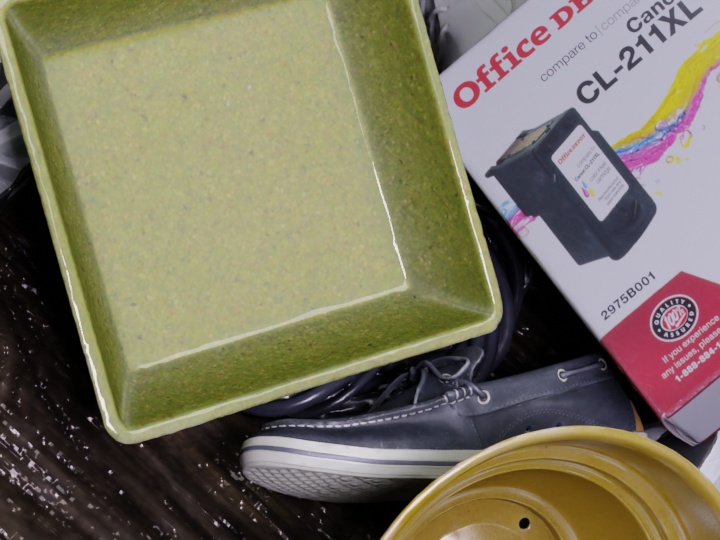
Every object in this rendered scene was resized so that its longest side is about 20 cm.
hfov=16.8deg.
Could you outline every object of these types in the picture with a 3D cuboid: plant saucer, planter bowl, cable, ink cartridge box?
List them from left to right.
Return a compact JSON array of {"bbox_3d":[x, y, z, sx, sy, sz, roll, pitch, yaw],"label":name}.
[{"bbox_3d":[-0.054,-0.043,1.090,0.199,0.048,0.201,-16,91,-25],"label":"plant saucer"},{"bbox_3d":[0.000,0.000,1.167,0.199,0.051,0.164,6,58,-25],"label":"cable"},{"bbox_3d":[0.066,0.153,1.058,0.200,0.083,0.201,-5,104,-20],"label":"planter bowl"},{"bbox_3d":[0.141,-0.044,1.122,0.200,0.146,0.083,53,9,22],"label":"ink cartridge box"}]

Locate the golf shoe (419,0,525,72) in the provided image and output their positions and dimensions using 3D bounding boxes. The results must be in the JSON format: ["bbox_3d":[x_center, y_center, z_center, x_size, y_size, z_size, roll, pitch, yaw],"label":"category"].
[{"bbox_3d":[0.053,-0.145,1.282,0.091,0.075,0.200,13,52,-1],"label":"golf shoe"}]

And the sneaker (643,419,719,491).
[{"bbox_3d":[0.173,0.104,1.176,0.200,0.080,0.086,-45,112,-28],"label":"sneaker"}]

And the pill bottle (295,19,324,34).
[{"bbox_3d":[-0.034,-0.178,1.222,0.112,0.112,0.200,17,54,-17],"label":"pill bottle"}]

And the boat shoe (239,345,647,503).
[{"bbox_3d":[0.037,0.068,1.097,0.199,0.075,0.062,-4,78,-24],"label":"boat shoe"}]

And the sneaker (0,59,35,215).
[{"bbox_3d":[-0.164,-0.082,1.119,0.089,0.074,0.200,48,51,5],"label":"sneaker"}]
